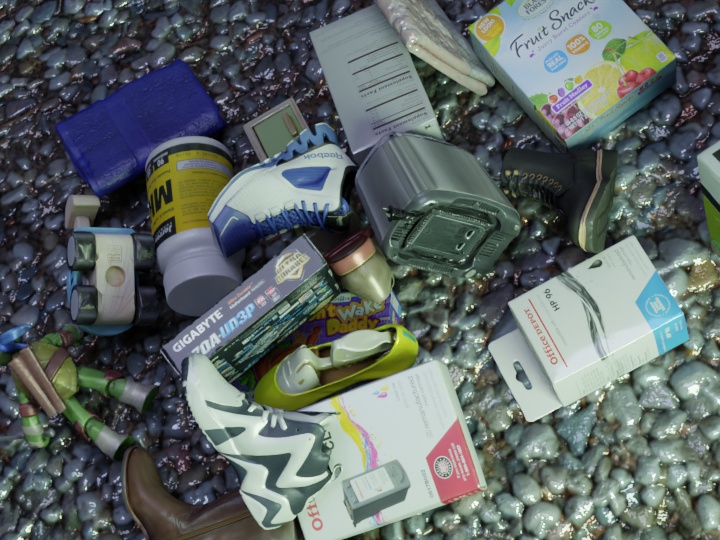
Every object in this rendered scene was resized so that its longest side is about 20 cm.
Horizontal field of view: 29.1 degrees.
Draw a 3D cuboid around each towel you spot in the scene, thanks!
[{"bbox_3d":[-0.288,-0.184,1.826,0.199,0.050,0.148,-30,55,-9],"label":"towel"},{"bbox_3d":[0.069,-0.316,1.709,0.032,0.190,0.201,-43,57,19],"label":"towel"}]

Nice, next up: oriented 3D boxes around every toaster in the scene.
[{"bbox_3d":[0.078,-0.077,1.583,0.114,0.199,0.130,-55,44,29],"label":"toaster"}]

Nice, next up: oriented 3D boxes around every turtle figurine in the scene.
[{"bbox_3d":[-0.346,0.144,1.670,0.193,0.201,0.144,28,48,8],"label":"turtle figurine"}]

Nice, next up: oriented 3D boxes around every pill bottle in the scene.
[{"bbox_3d":[-0.201,-0.054,1.702,0.113,0.114,0.202,-17,58,9],"label":"pill bottle"}]

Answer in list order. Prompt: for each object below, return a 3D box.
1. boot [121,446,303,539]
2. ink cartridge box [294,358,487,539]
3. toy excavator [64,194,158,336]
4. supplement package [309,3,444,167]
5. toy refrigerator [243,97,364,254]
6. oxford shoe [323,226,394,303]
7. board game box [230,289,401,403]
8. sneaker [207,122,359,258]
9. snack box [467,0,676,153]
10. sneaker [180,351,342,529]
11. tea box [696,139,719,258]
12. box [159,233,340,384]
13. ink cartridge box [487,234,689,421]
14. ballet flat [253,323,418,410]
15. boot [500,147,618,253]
[{"bbox_3d":[-0.160,0.249,1.531,0.199,0.064,0.188,-27,70,21],"label":"boot"},{"bbox_3d":[0.019,0.197,1.487,0.198,0.086,0.149,-21,80,6],"label":"ink cartridge box"},{"bbox_3d":[-0.329,-0.012,1.717,0.099,0.200,0.197,0,80,-26],"label":"toy excavator"},{"bbox_3d":[0.025,-0.210,1.709,0.109,0.114,0.201,-22,57,5],"label":"supplement package"},{"bbox_3d":[-0.071,-0.113,1.716,0.075,0.070,0.201,-29,57,2],"label":"toy refrigerator"},{"bbox_3d":[0.000,0.000,1.589,0.070,0.200,0.075,-34,97,6],"label":"oxford shoe"},{"bbox_3d":[-0.056,0.098,1.611,0.198,0.045,0.136,-5,61,16],"label":"board game box"},{"bbox_3d":[-0.074,-0.078,1.606,0.199,0.081,0.115,-39,61,-16],"label":"sneaker"},{"bbox_3d":[0.254,-0.260,1.672,0.168,0.068,0.200,-37,65,-3],"label":"snack box"},{"bbox_3d":[-0.090,0.152,1.423,0.129,0.079,0.200,-30,87,2],"label":"sneaker"},{"bbox_3d":[0.473,-0.080,1.437,0.199,0.197,0.134,-34,57,0],"label":"tea box"},{"bbox_3d":[-0.116,0.055,1.532,0.200,0.159,0.046,-39,77,-4],"label":"box"},{"bbox_3d":[0.241,0.065,1.514,0.199,0.068,0.117,-29,57,3],"label":"ink cartridge box"},{"bbox_3d":[-0.034,0.102,1.535,0.198,0.067,0.067,-18,59,10],"label":"ballet flat"},{"bbox_3d":[0.212,-0.081,1.554,0.137,0.078,0.200,7,24,12],"label":"boot"}]
